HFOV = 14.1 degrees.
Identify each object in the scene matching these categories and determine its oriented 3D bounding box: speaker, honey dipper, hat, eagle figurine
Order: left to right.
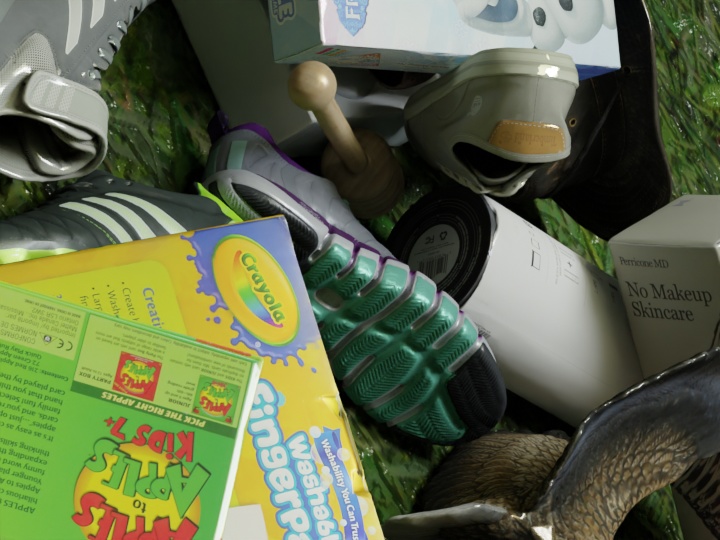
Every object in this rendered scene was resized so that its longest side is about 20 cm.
[{"bbox_3d":[-0.011,-0.063,1.391,0.200,0.038,0.038,50,18,-75],"label":"honey dipper"},{"bbox_3d":[0.084,-0.099,1.560,0.081,0.201,0.201,-20,80,-22],"label":"hat"},{"bbox_3d":[0.103,0.031,1.520,0.200,0.081,0.082,30,42,-40],"label":"speaker"},{"bbox_3d":[0.103,0.114,1.400,0.151,0.151,0.201,86,22,-50],"label":"eagle figurine"}]

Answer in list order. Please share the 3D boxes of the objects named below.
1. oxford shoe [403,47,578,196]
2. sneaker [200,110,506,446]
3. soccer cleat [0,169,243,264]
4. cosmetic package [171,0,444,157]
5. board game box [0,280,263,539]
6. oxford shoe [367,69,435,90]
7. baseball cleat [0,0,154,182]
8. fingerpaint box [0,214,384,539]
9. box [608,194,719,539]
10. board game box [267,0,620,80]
[{"bbox_3d":[0.062,-0.063,1.431,0.075,0.200,0.058,3,82,-9],"label":"oxford shoe"},{"bbox_3d":[0.000,0.000,1.411,0.200,0.074,0.088,43,28,-28],"label":"sneaker"},{"bbox_3d":[-0.121,-0.006,1.259,0.199,0.068,0.081,-1,43,-51],"label":"soccer cleat"},{"bbox_3d":[-0.041,-0.158,1.499,0.151,0.052,0.201,-10,73,-60],"label":"cosmetic package"},{"bbox_3d":[-0.144,0.056,1.070,0.199,0.048,0.102,17,63,-9],"label":"board game box"},{"bbox_3d":[-0.012,-0.182,1.445,0.200,0.071,0.073,56,36,-8],"label":"oxford shoe"},{"bbox_3d":[-0.131,-0.093,1.296,0.107,0.070,0.200,52,41,9],"label":"baseball cleat"},{"bbox_3d":[-0.085,0.094,1.141,0.166,0.073,0.201,-11,71,-22],"label":"fingerpaint box"},{"bbox_3d":[0.197,0.065,1.502,0.068,0.082,0.201,-29,110,-37],"label":"box"},{"bbox_3d":[0.035,-0.197,1.425,0.198,0.043,0.201,1,80,-42],"label":"board game box"}]
